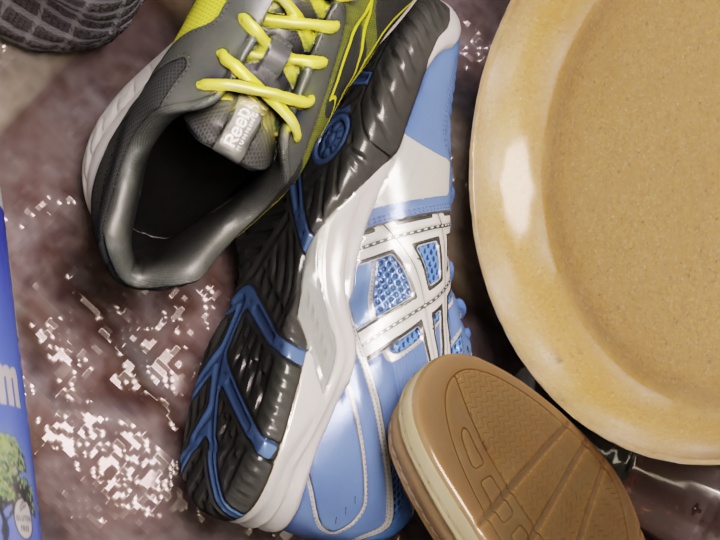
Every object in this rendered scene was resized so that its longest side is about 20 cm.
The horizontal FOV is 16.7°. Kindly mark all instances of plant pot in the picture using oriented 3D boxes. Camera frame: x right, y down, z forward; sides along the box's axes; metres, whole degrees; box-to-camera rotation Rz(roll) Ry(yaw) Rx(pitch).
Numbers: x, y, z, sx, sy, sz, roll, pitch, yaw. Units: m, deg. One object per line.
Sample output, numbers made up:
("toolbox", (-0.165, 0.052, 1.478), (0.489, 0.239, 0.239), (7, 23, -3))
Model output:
("plant pot", (0.118, -0.038, 0.793), (0.027, 0.199, 0.201), (4, 75, -46))

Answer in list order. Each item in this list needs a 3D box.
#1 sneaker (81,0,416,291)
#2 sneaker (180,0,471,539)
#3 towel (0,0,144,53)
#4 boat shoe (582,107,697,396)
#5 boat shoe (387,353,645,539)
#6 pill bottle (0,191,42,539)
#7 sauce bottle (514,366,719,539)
("sneaker", (-0.024, -0.072, 0.796), (0.074, 0.085, 0.200), (26, 112, -15))
("sneaker", (0.000, 0.000, 0.852), (0.077, 0.076, 0.201), (26, 73, -29))
("towel", (-0.142, -0.155, 0.785), (0.199, 0.166, 0.086), (32, 76, -8))
("boat shoe", (0.110, -0.041, 0.863), (0.070, 0.070, 0.201), (-1, 63, -19))
("boat shoe", (0.065, 0.118, 0.825), (0.200, 0.064, 0.071), (54, 45, -12))
("pill bottle", (-0.163, 0.017, 0.766), (0.111, 0.112, 0.201), (-5, 80, -19))
("sauce bottle", (0.141, 0.089, 0.874), (0.199, 0.066, 0.066), (19, 73, -12))
